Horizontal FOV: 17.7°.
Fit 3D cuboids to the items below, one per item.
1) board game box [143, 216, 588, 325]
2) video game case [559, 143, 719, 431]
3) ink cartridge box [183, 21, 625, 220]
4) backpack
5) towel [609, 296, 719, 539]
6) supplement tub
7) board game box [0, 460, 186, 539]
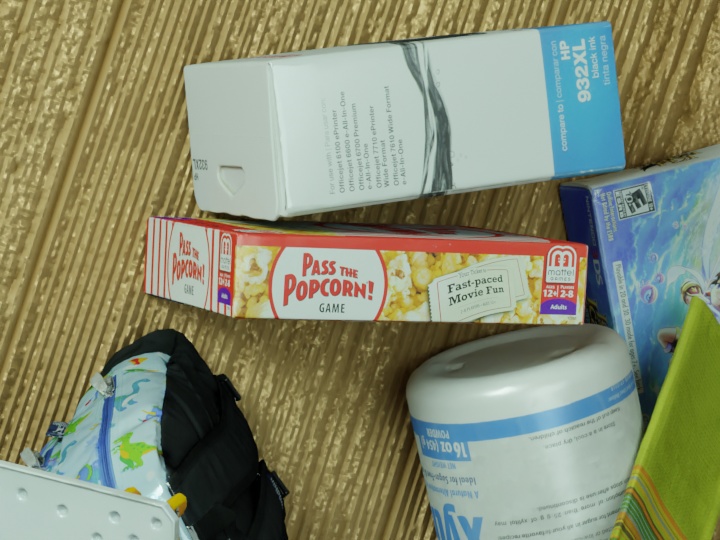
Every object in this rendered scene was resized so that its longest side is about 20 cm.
[{"bbox_3d":[0.000,0.000,1.249,0.199,0.151,0.047,2,94,-24],"label":"board game box"},{"bbox_3d":[0.225,0.026,1.403,0.181,0.045,0.201,-15,100,-22],"label":"video game case"},{"bbox_3d":[0.021,-0.083,1.254,0.199,0.145,0.084,-8,97,-22],"label":"ink cartridge box"},{"bbox_3d":[-0.104,0.136,1.190,0.153,0.200,0.164,-26,104,-8],"label":"backpack"},{"bbox_3d":[0.183,0.116,1.299,0.086,0.018,0.200,55,44,-35],"label":"towel"},{"bbox_3d":[0.107,0.141,1.316,0.132,0.132,0.201,-16,99,-21],"label":"supplement tub"},{"bbox_3d":[-0.175,0.179,1.106,0.026,0.199,0.201,-34,131,-61],"label":"board game box"}]
